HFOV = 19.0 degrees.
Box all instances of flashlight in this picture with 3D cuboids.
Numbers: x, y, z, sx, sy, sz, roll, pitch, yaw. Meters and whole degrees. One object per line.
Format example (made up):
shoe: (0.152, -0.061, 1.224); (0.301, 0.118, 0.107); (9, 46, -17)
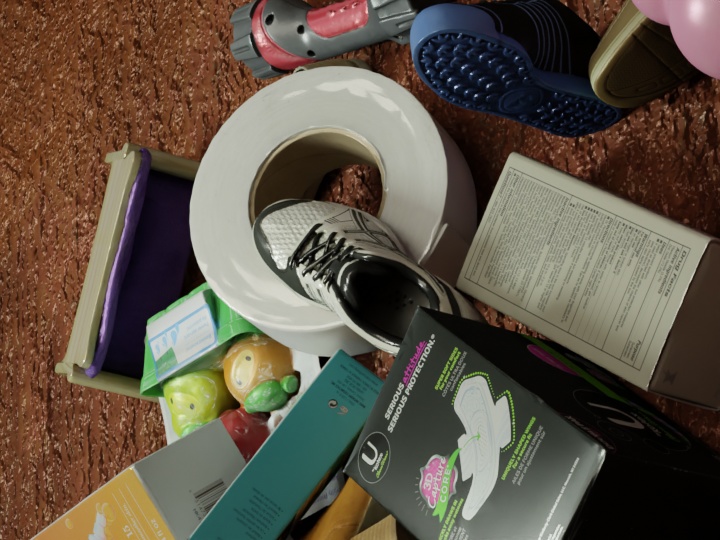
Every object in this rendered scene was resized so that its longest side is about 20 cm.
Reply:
flashlight: (-0.018, -0.200, 1.669); (0.200, 0.068, 0.068); (-14, 69, 48)

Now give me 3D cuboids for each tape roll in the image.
tape roll: (-0.019, -0.042, 1.547); (0.202, 0.071, 0.203); (-7, 69, 19)

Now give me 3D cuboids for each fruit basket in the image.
fruit basket: (-0.096, 0.106, 1.629); (0.185, 0.094, 0.201); (-30, 58, 40)

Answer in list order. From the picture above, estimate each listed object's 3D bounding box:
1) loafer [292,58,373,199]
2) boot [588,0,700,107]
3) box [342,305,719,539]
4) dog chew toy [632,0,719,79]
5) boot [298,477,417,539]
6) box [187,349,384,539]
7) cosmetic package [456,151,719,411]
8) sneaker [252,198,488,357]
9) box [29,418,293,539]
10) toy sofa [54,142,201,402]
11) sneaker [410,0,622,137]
loafer: (-0.065, -0.089, 1.682); (0.200, 0.068, 0.076); (-56, 42, 20)
boot: (0.197, -0.219, 1.419); (0.200, 0.072, 0.155); (-52, 44, 16)
box: (0.115, 0.128, 1.325); (0.200, 0.148, 0.125); (38, 108, 48)
dog chew toy: (0.241, -0.159, 1.277); (0.200, 0.124, 0.125); (32, 102, 31)
boot: (-0.010, 0.169, 1.465); (0.144, 0.071, 0.201); (-36, 23, 28)
box: (-0.059, 0.153, 1.488); (0.200, 0.049, 0.082); (-52, -7, -24)
cosmetic package: (0.160, 0.004, 1.378); (0.200, 0.073, 0.104); (31, 100, 50)
sneaker: (0.000, 0.000, 1.437); (0.200, 0.088, 0.076); (31, 88, 28)
box: (-0.158, 0.216, 1.604); (0.200, 0.097, 0.125); (-38, 83, 44)
toy sofa: (-0.179, 0.002, 1.755); (0.098, 0.083, 0.201); (176, 108, -68)
sneaker: (0.097, -0.148, 1.407); (0.070, 0.200, 0.078); (-28, 61, 31)
